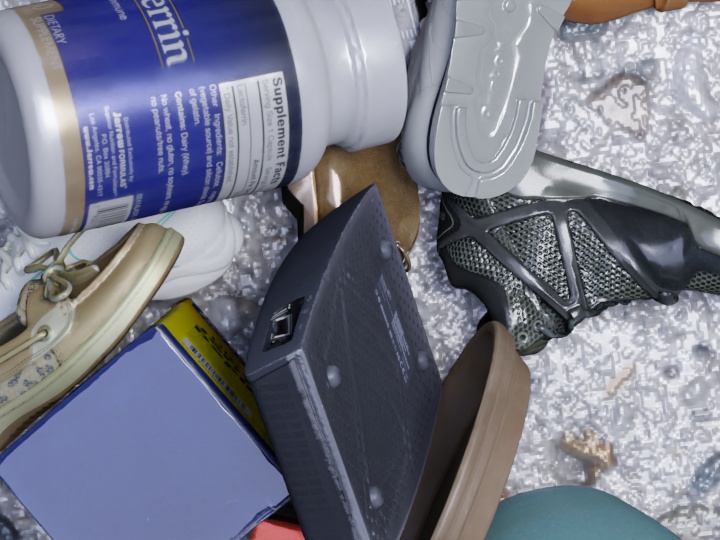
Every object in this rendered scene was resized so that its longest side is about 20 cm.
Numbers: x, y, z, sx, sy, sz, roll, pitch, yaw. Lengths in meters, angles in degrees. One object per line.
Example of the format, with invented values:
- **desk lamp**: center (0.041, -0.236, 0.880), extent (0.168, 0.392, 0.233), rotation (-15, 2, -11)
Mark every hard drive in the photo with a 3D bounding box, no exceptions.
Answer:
- **hard drive**: center (-0.006, 0.051, 1.251), extent (0.042, 0.200, 0.135), rotation (-13, 111, 16)

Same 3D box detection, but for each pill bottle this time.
- **pill bottle**: center (-0.084, -0.090, 1.280), extent (0.200, 0.116, 0.116), rotation (-13, 93, -20)

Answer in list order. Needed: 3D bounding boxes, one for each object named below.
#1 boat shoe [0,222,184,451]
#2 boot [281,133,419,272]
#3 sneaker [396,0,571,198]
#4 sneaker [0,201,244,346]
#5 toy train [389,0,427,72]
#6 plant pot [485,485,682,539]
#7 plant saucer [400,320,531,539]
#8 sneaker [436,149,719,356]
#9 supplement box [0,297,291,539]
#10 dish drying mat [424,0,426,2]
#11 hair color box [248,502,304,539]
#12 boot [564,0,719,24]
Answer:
- **boat shoe**: center (-0.173, 0.038, 1.297), extent (0.200, 0.073, 0.063), rotation (-42, 98, 13)
- **boot**: center (0.000, 0.000, 1.370), extent (0.075, 0.074, 0.200), rotation (-5, 90, -7)
- **sneaker**: center (0.063, -0.138, 1.314), extent (0.076, 0.080, 0.200), rotation (18, 92, -22)
- **sneaker**: center (-0.166, -0.004, 1.357), extent (0.200, 0.070, 0.080), rotation (-28, 133, -2)
- **toy train**: center (0.002, -0.194, 1.357), extent (0.046, 0.034, 0.200), rotation (-15, 92, -2)
- **plant pot**: center (0.109, 0.192, 1.330), extent (0.200, 0.200, 0.135), rotation (-15, 56, 2)
- **plant saucer**: center (0.040, 0.122, 1.293), extent (0.029, 0.200, 0.200), rotation (24, 93, -4)
- **sneaker**: center (0.133, 0.006, 1.364), extent (0.199, 0.076, 0.114), rotation (16, 95, 3)
- **supplement box**: center (-0.101, 0.094, 1.307), extent (0.109, 0.200, 0.110), rotation (-40, 92, 3)
- **dish drying mat**: center (-0.062, -0.185, 1.385), extent (0.200, 0.018, 0.077), rotation (2, 94, 2)
- **hair color box**: center (-0.049, 0.225, 1.357), extent (0.064, 0.111, 0.200), rotation (13, 92, 0)
- **boot**: center (0.129, -0.231, 1.348), extent (0.155, 0.077, 0.200), rotation (-1, 95, 3)
